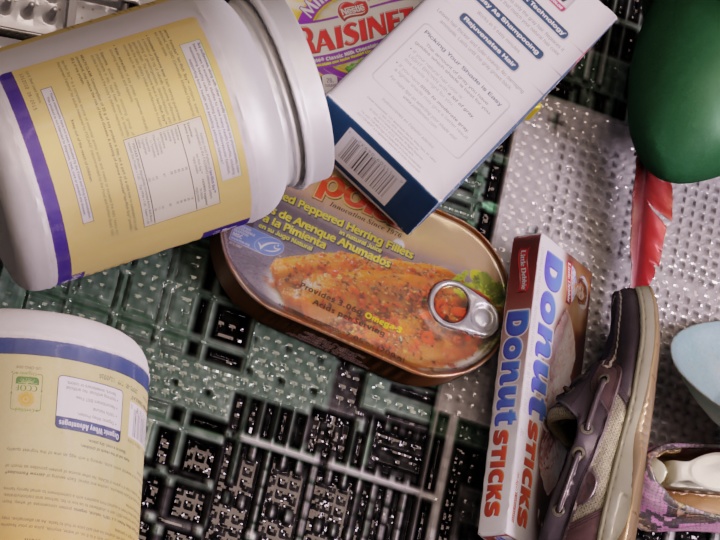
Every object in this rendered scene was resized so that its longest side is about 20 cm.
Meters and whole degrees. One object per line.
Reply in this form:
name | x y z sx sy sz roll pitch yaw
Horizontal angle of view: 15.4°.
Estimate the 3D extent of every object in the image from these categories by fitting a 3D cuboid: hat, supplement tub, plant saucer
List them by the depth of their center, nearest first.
supplement tub | -0.196 0.135 1.506 0.144 0.144 0.200 9 70 -18
supplement tub | -0.130 -0.083 1.586 0.200 0.145 0.145 -18 80 -13
plant saucer | 0.291 0.092 1.710 0.201 0.201 0.039 8 113 -18
hat | 0.180 -0.084 1.719 0.176 0.166 0.200 -32 72 -17

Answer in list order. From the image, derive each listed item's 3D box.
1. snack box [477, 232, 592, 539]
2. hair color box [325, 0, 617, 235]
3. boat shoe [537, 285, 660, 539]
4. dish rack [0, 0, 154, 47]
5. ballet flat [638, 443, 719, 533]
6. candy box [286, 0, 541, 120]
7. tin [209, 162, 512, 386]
snack box | 0.111 0.082 1.685 0.072 0.024 0.200 34 57 -49
hair color box | 0.064 -0.126 1.702 0.100 0.061 0.200 44 60 0
boat shoe | 0.148 0.095 1.653 0.065 0.072 0.200 7 61 5
dish rack | -0.226 -0.211 1.665 0.200 0.044 0.172 10 70 -17
ballet flat | 0.259 0.139 1.715 0.200 0.071 0.069 3 74 -20
candy box | 0.017 -0.148 1.744 0.200 0.026 0.102 -2 70 -21
tin | 0.000 0.000 1.683 0.200 0.042 0.112 25 70 -11
